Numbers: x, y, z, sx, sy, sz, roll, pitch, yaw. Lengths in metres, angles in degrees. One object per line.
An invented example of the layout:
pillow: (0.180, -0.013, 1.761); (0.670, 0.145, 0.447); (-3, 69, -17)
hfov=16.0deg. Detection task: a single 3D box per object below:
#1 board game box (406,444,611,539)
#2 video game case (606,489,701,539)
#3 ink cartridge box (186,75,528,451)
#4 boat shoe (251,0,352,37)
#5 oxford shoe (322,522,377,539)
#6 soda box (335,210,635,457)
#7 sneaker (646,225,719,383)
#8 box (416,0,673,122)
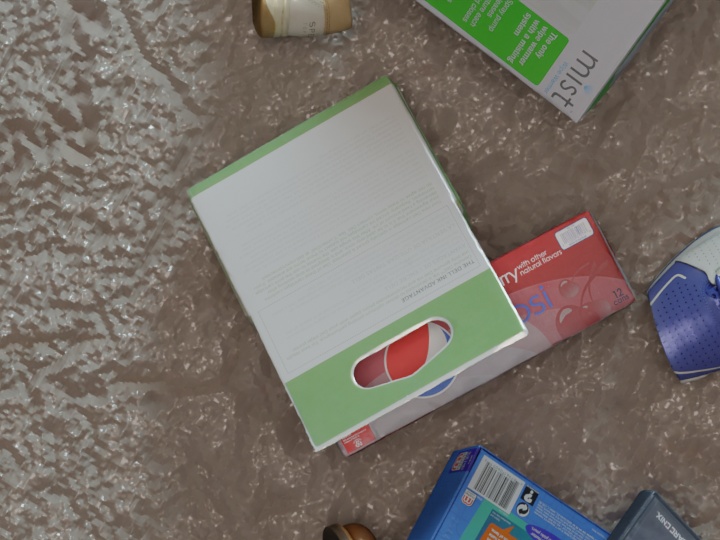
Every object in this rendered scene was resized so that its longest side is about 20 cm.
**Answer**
board game box: (0.076, 0.228, 1.501); (0.152, 0.045, 0.201); (35, 70, -13)
video game case: (0.159, 0.251, 1.498); (0.143, 0.019, 0.200); (46, 66, -17)
ink cartridge box: (0.000, 0.000, 1.517); (0.145, 0.048, 0.201); (-29, 62, 2)
boat shoe: (-0.027, -0.239, 1.555); (0.069, 0.074, 0.202); (4, 90, -8)
oxford shoe: (0.046, 0.230, 1.549); (0.071, 0.071, 0.201); (-34, 92, -17)
soda box: (0.064, 0.038, 1.540); (0.199, 0.070, 0.064); (-28, 88, 2)
sneaker: (0.263, -0.007, 1.507); (0.198, 0.115, 0.081); (-26, 87, 3)
box: (0.121, -0.221, 1.481); (0.176, 0.097, 0.200); (39, 132, 3)
